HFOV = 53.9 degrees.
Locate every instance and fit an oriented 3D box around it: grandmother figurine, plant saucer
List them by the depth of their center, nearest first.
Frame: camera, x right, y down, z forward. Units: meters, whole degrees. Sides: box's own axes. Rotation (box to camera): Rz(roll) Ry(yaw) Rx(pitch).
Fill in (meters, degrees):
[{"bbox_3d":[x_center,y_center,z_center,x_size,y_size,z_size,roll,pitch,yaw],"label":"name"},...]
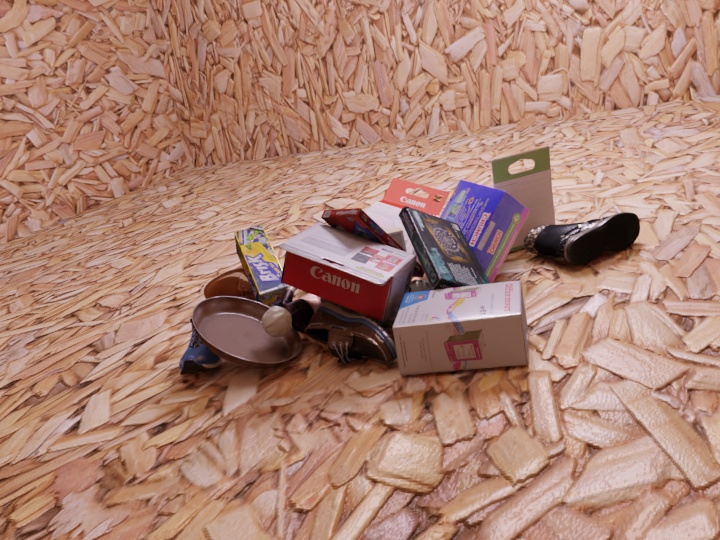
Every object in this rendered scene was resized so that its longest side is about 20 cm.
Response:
[{"bbox_3d":[-0.198,0.110,1.223,0.195,0.033,0.201,19,24,-8],"label":"plant saucer"},{"bbox_3d":[-0.101,0.077,1.278,0.121,0.061,0.198,41,30,23],"label":"grandmother figurine"}]

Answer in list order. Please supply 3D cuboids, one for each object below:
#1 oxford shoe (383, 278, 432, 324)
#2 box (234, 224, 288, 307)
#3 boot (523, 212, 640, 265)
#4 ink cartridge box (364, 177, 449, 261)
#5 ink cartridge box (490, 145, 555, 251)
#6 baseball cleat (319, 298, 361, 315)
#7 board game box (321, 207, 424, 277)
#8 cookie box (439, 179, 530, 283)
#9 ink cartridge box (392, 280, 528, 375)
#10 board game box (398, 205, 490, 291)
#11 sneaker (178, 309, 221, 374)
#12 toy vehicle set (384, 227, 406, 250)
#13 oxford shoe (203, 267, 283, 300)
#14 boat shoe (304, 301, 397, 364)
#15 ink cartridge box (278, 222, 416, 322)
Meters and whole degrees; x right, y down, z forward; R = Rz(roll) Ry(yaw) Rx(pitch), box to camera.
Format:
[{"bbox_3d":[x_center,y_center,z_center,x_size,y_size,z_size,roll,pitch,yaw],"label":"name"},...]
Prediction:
[{"bbox_3d":[0.119,0.042,1.306,0.195,0.059,0.075,-18,17,-22],"label":"oxford shoe"},{"bbox_3d":[-0.208,-0.004,1.500,0.068,0.065,0.202,-16,48,-16],"label":"box"},{"bbox_3d":[0.443,-0.073,1.420,0.199,0.076,0.153,-21,17,-24],"label":"boot"},{"bbox_3d":[0.091,-0.123,1.602,0.159,0.057,0.204,18,73,28],"label":"ink cartridge box"},{"bbox_3d":[0.340,-0.150,1.504,0.142,0.206,0.048,-15,17,-13],"label":"ink cartridge box"},{"bbox_3d":[-0.004,0.031,1.321,0.106,0.071,0.199,38,26,16],"label":"baseball cleat"},{"bbox_3d":[0.025,-0.048,1.295,0.101,0.199,0.020,4,61,49],"label":"board game box"},{"bbox_3d":[0.225,-0.077,1.409,0.074,0.174,0.200,27,4,-22],"label":"cookie box"},{"bbox_3d":[0.159,0.087,1.097,0.194,0.087,0.145,-6,18,14],"label":"ink cartridge box"},{"bbox_3d":[0.152,-0.029,1.259,0.132,0.028,0.203,16,35,-30],"label":"board game box"},{"bbox_3d":[-0.286,0.120,1.277,0.076,0.092,0.201,-10,17,6],"label":"sneaker"},{"bbox_3d":[0.000,0.000,1.397,0.194,0.128,0.027,-14,17,-7],"label":"toy vehicle set"},{"bbox_3d":[-0.248,0.037,1.543,0.194,0.073,0.072,-11,23,-2],"label":"oxford shoe"},{"bbox_3d":[-0.018,0.118,1.163,0.072,0.073,0.198,-41,33,-23],"label":"boat shoe"},{"bbox_3d":[-0.027,0.004,1.195,0.195,0.086,0.175,19,22,17],"label":"ink cartridge box"}]
